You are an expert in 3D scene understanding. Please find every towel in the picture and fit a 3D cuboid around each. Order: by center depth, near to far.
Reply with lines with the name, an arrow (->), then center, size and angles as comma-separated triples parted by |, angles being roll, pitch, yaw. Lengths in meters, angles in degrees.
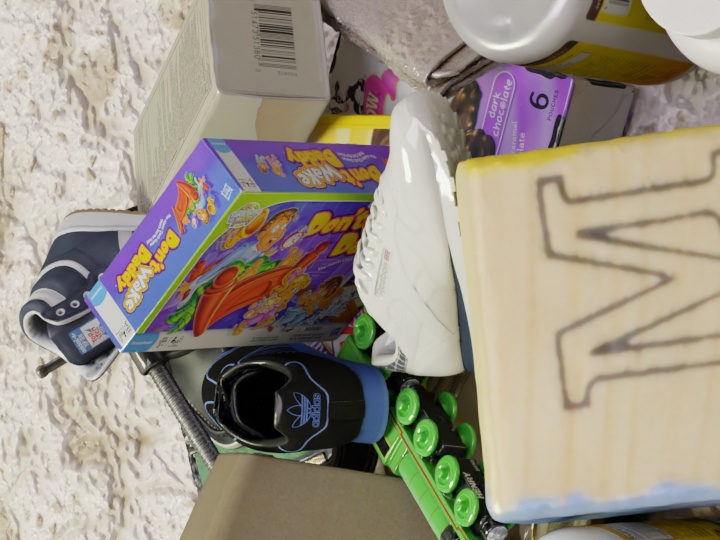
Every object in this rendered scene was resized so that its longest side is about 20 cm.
towel -> 0.041, -0.188, 1.661 | 0.132, 0.035, 0.200 | -37, 44, -14

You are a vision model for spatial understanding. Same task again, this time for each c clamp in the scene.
c clamp -> -0.091, 0.094, 1.733 | 0.171, 0.027, 0.200 | -37, 78, -8

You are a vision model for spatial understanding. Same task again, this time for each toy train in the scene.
toy train -> 0.037, 0.102, 1.562 | 0.057, 0.042, 0.200 | -61, 39, 28

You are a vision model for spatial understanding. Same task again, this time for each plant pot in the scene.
plant pot -> -0.030, 0.210, 1.625 | 0.200, 0.199, 0.178 | 157, 123, -80

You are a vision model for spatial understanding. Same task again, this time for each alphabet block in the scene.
alphabet block -> 0.171, 0.035, 1.466 | 0.195, 0.195, 0.201 | -7, 84, 11

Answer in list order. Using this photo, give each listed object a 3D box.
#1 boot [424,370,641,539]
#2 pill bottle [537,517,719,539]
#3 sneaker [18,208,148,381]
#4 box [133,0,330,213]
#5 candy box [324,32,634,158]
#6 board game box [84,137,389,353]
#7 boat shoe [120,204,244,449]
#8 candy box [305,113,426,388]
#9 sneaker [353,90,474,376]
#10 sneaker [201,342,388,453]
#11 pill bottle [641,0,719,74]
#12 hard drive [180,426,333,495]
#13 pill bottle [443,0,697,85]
boot -> 0.098, 0.141, 1.633 | 0.155, 0.073, 0.201 | 14, 95, 39
pill bottle -> 0.151, 0.203, 1.502 | 0.112, 0.200, 0.113 | -3, 86, 40
sneaker -> -0.135, 0.013, 1.688 | 0.199, 0.070, 0.109 | -3, 45, 34
box -> -0.088, -0.101, 1.704 | 0.200, 0.077, 0.095 | 125, 143, -58
candy box -> 0.061, -0.067, 1.677 | 0.199, 0.071, 0.169 | 23, 103, 39
board game box -> -0.053, -0.015, 1.561 | 0.135, 0.200, 0.045 | -51, 61, 28
boat shoe -> -0.127, 0.038, 1.789 | 0.075, 0.062, 0.201 | -41, 65, 29
candy box -> 0.000, 0.000, 1.664 | 0.102, 0.026, 0.201 | 3, 93, 43
sneaker -> 0.031, -0.015, 1.494 | 0.080, 0.077, 0.201 | -1, 129, 13
sneaker -> -0.063, 0.077, 1.620 | 0.200, 0.078, 0.071 | -2, 86, 59
pill bottle -> 0.241, -0.159, 1.446 | 0.112, 0.200, 0.113 | -3, 86, 39
hard drive -> -0.076, 0.056, 1.809 | 0.139, 0.038, 0.201 | -28, 69, 36
pill bottle -> 0.145, -0.168, 1.527 | 0.109, 0.200, 0.110 | -2, 86, 40
